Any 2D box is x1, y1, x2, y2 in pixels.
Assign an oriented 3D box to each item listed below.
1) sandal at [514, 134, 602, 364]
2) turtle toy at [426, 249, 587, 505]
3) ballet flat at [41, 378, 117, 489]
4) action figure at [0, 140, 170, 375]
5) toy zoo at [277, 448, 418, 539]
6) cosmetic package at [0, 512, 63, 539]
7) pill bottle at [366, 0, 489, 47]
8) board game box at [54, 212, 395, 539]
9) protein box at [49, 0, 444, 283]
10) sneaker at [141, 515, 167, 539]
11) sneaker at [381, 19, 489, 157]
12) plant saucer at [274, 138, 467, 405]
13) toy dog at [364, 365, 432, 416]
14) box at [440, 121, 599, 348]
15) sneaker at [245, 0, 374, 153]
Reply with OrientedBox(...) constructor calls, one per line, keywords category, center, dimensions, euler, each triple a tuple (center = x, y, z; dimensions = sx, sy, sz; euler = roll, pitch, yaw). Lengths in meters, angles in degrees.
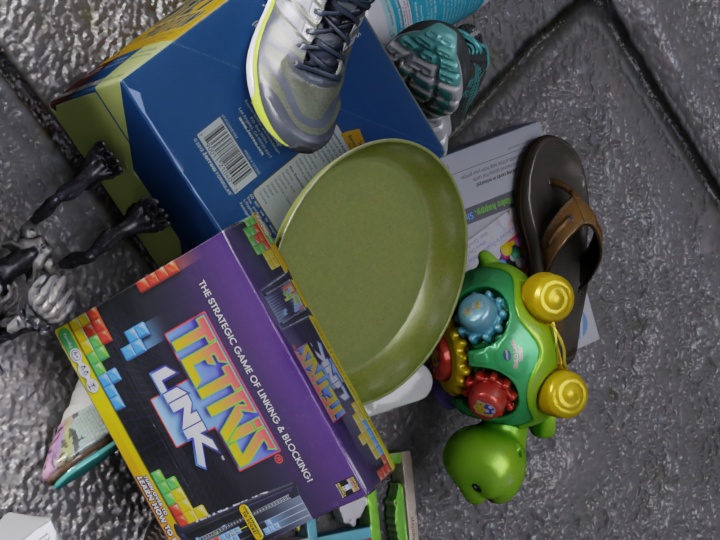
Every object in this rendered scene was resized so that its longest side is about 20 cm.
OrientedBox(category="sandal", center=(0.172, -0.017, 1.430), dimensions=(0.081, 0.054, 0.202), euler=(19, 67, -36))
OrientedBox(category="turtle toy", center=(0.106, 0.085, 1.346), dimensions=(0.100, 0.146, 0.202), euler=(-9, 94, -19))
OrientedBox(category="ballet flat", center=(-0.165, 0.093, 1.261), dimensions=(0.199, 0.069, 0.072), euler=(-26, 83, -35))
OrientedBox(category="action figure", center=(-0.239, -0.011, 1.184), dimensions=(0.200, 0.102, 0.119), euler=(-38, 89, -20))
OrientedBox(category="toy zoo", center=(-0.040, 0.221, 1.355), dimensions=(0.199, 0.020, 0.133), euler=(-7, 91, -33))
OrientedBox(category="cosmetic package", center=(-0.276, 0.269, 1.164), dimensions=(0.200, 0.081, 0.113), euler=(-38, 106, -27))
OrientedBox(category="pill bottle", center=(0.039, -0.241, 1.376), dimensions=(0.199, 0.110, 0.111), euler=(-33, 105, -29))
OrientedBox(category="board game box", center=(-0.095, 0.088, 1.162), dimensions=(0.201, 0.165, 0.057), euler=(61, 29, -1))
OrientedBox(category="protein box", center=(-0.083, -0.107, 1.275), dimensions=(0.200, 0.135, 0.199), euler=(-42, 109, -27))
OrientedBox(category="sneaker", center=(-0.102, 0.178, 1.273), dimensions=(0.084, 0.072, 0.201), euler=(5, 110, -58))
OrientedBox(category="sneaker", center=(0.064, -0.164, 1.335), dimensions=(0.077, 0.200, 0.092), euler=(34, 78, 5))
OrientedBox(category="plant saucer", center=(0.000, 0.000, 1.236), dimensions=(0.199, 0.031, 0.202), euler=(-19, 118, -40))
OrientedBox(category="toy dog", center=(-0.005, 0.063, 1.344), dimensions=(0.096, 0.131, 0.202), euler=(29, 78, -61))
OrientedBox(category="box", center=(0.113, -0.010, 1.454), dimensions=(0.155, 0.041, 0.202), euler=(-21, 100, -31))
OrientedBox(category="sneaker", center=(-0.027, -0.182, 1.187), dimensions=(0.073, 0.081, 0.202), euler=(11, 81, -30))
